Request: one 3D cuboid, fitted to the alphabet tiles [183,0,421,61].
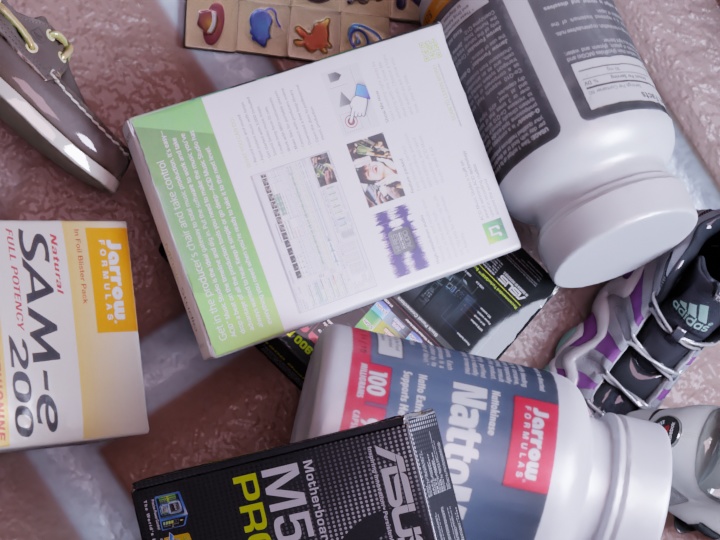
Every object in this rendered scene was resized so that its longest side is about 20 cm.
[{"bbox_3d":[-0.043,-0.216,1.072,0.199,0.006,0.167,4,81,-16],"label":"alphabet tiles"}]

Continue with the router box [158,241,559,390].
[{"bbox_3d":[0.000,0.000,1.023,0.200,0.062,0.150,44,73,-6],"label":"router box"}]

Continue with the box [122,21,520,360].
[{"bbox_3d":[-0.021,-0.047,0.973,0.199,0.036,0.145,-19,88,-18],"label":"box"}]

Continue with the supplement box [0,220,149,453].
[{"bbox_3d":[-0.220,0.038,0.909,0.199,0.073,0.127,-2,82,-43],"label":"supplement box"}]

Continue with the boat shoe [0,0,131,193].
[{"bbox_3d":[-0.205,-0.127,0.975,0.200,0.072,0.060,41,77,-3],"label":"boat shoe"}]

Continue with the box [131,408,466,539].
[{"bbox_3d":[-0.017,0.184,0.837,0.160,0.044,0.201,-15,85,23],"label":"box"}]

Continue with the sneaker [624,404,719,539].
[{"bbox_3d":[0.219,0.128,1.043,0.200,0.088,0.074,47,59,-50],"label":"sneaker"}]

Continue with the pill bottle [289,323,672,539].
[{"bbox_3d":[0.063,0.107,0.929,0.199,0.120,0.120,12,79,-6],"label":"pill bottle"}]

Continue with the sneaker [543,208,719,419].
[{"bbox_3d":[0.186,0.038,1.030,0.078,0.140,0.201,31,75,-10],"label":"sneaker"}]

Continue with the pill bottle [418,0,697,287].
[{"bbox_3d":[0.121,-0.099,1.020,0.116,0.116,0.201,-15,70,-17],"label":"pill bottle"}]
